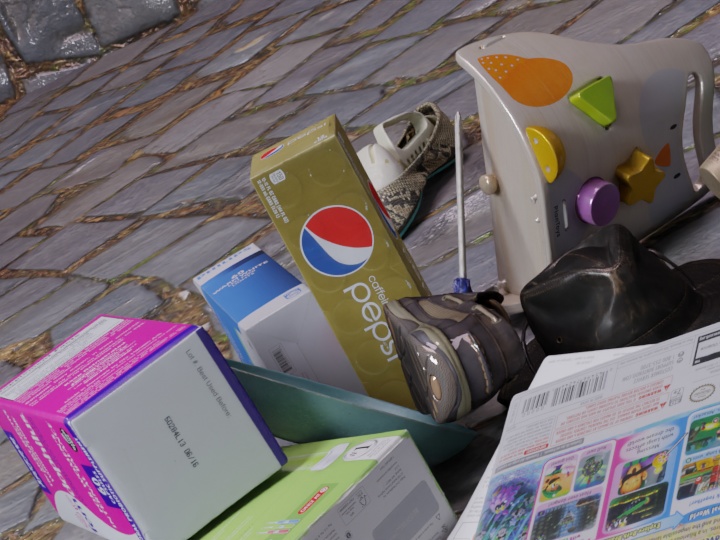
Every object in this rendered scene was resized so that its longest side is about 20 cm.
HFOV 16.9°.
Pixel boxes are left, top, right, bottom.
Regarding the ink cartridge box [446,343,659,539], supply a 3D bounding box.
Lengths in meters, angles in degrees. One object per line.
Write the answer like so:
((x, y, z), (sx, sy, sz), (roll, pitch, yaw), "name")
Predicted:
((0.130, 0.129, 1.359), (0.162, 0.057, 0.200), (-9, 46, 50), "ink cartridge box")

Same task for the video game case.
((0.146, 0.110, 1.287), (0.200, 0.024, 0.182), (-22, 34, 35), "video game case")

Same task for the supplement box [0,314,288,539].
((-0.141, 0.097, 1.480), (0.103, 0.101, 0.200), (-36, 13, -17), "supplement box")

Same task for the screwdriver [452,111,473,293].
((0.065, -0.011, 1.634), (0.029, 0.201, 0.028), (1, -12, -28), "screwdriver")

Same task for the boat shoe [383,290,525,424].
((0.064, 0.051, 1.532), (0.073, 0.075, 0.200), (-18, 12, -4), "boat shoe")

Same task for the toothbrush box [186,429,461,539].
((-0.059, 0.175, 1.429), (0.200, 0.086, 0.146), (-11, 24, 47), "toothbrush box")

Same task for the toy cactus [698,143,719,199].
((0.301, -0.113, 1.646), (0.165, 0.102, 0.200), (-39, 46, -9), "toy cactus")

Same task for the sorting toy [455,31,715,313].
((0.174, -0.077, 1.680), (0.180, 0.201, 0.107), (-24, 32, -25), "sorting toy")

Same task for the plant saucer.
((-0.025, 0.092, 1.537), (0.200, 0.199, 0.036), (13, 87, 67), "plant saucer")

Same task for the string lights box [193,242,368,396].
((-0.058, 0.052, 1.770), (0.059, 0.103, 0.200), (-32, 17, -7), "string lights box")

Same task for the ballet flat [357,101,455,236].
((0.029, -0.090, 2.100), (0.068, 0.075, 0.200), (-18, 20, 32), "ballet flat")

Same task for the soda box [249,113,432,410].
((0.000, 0.000, 1.651), (0.068, 0.200, 0.064), (-27, 16, 6), "soda box")

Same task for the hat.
((0.158, 0.019, 1.540), (0.200, 0.081, 0.201), (-26, 16, 8), "hat")
